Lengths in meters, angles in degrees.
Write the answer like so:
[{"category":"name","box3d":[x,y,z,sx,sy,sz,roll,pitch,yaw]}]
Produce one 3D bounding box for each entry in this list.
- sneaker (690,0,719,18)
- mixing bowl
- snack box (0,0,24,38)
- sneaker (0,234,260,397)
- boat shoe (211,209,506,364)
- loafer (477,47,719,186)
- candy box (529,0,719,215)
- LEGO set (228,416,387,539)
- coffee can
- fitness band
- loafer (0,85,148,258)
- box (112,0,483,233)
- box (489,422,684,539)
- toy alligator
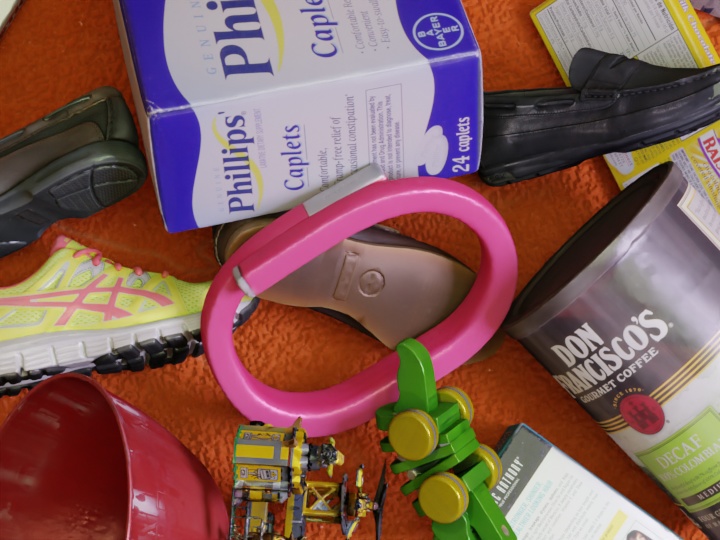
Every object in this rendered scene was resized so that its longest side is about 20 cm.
[{"category":"sneaker","box3d":[0.246,-0.229,1.320,0.199,0.081,0.116,29,75,-4]},{"category":"mixing bowl","box3d":[-0.146,0.168,1.190,0.108,0.200,0.202,16,81,-35]},{"category":"snack box","box3d":[-0.278,-0.138,1.279,0.072,0.024,0.201,30,81,-2]},{"category":"sneaker","box3d":[-0.162,0.017,1.248,0.198,0.078,0.091,-9,76,-9]},{"category":"boat shoe","box3d":[0.000,0.000,1.264,0.199,0.070,0.071,22,103,-22]},{"category":"loafer","box3d":[0.152,-0.106,1.250,0.200,0.068,0.071,-14,93,34]},{"category":"candy box","box3d":[0.193,-0.102,1.288,0.026,0.102,0.201,-23,85,-49]},{"category":"LEGO set","box3d":[-0.016,0.185,1.166,0.115,0.154,0.201,3,63,4]},{"category":"coffee can","box3d":[0.206,0.054,1.235,0.200,0.146,0.146,45,81,-3]},{"category":"fitness band","box3d":[0.000,0.020,1.212,0.199,0.037,0.144,-31,122,3]},{"category":"loafer","box3d":[-0.221,-0.052,1.241,0.199,0.072,0.063,-20,64,17]},{"category":"box","box3d":[-0.044,-0.141,1.224,0.199,0.105,0.185,-12,52,-7]},{"category":"box","box3d":[0.155,0.187,1.270,0.199,0.049,0.083,36,82,-1]},{"category":"toy alligator","box3d":[0.055,0.139,1.220,0.054,0.059,0.201,-24,92,34]}]
